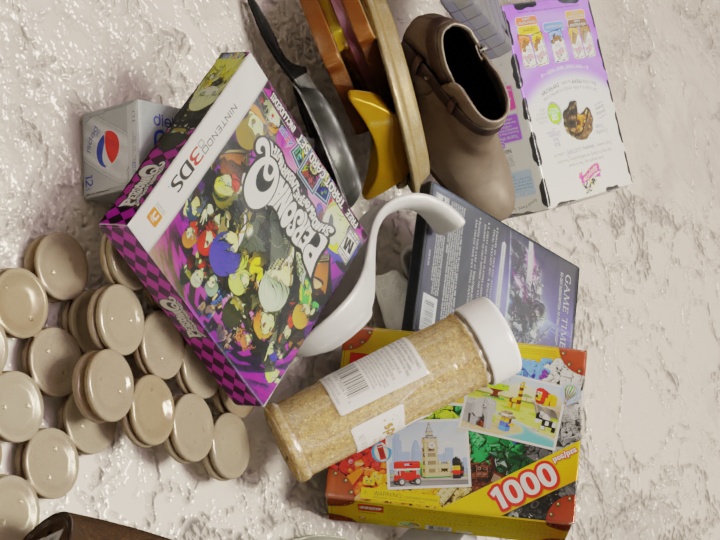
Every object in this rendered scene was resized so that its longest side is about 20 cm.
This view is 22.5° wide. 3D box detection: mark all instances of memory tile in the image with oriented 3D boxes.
[{"bbox_3d":[-0.230,0.079,1.262,0.200,0.017,0.153,-51,121,-44],"label":"memory tile"},{"bbox_3d":[-0.137,0.063,1.345,0.200,0.017,0.154,36,53,-52],"label":"memory tile"}]

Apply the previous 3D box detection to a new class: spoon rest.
[{"bbox_3d":[0.000,0.000,1.468,0.200,0.099,0.061,-43,102,-32],"label":"spoon rest"}]

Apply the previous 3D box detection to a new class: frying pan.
[{"bbox_3d":[-0.041,-0.132,1.513,0.115,0.031,0.190,75,-8,-63],"label":"frying pan"}]

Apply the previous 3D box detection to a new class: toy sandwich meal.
[{"bbox_3d":[0.003,-0.155,1.540,0.205,0.070,0.205,165,-90,-89],"label":"toy sandwich meal"}]

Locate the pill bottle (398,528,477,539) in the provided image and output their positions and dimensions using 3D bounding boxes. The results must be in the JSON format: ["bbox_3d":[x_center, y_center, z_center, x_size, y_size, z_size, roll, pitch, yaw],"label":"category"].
[{"bbox_3d":[0.101,0.307,1.547,0.104,0.104,0.200,-48,118,-45],"label":"pill bottle"}]

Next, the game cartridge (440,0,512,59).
[{"bbox_3d":[0.077,-0.296,1.593,0.130,0.038,0.200,31,41,-59],"label":"game cartridge"}]

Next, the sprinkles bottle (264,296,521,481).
[{"bbox_3d":[0.026,0.092,1.422,0.200,0.068,0.068,-26,106,-9],"label":"sprinkles bottle"}]

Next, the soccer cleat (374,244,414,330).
[{"bbox_3d":[0.083,0.005,1.625,0.200,0.070,0.086,-29,94,-53],"label":"soccer cleat"}]

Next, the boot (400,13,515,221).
[{"bbox_3d":[0.095,-0.130,1.569,0.070,0.146,0.200,-37,99,-13],"label":"boot"}]

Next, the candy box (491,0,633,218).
[{"bbox_3d":[0.178,-0.161,1.779,0.168,0.071,0.200,-16,93,-52],"label":"candy box"}]

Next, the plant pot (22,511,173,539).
[{"bbox_3d":[-0.146,0.253,1.217,0.200,0.187,0.187,39,52,-22],"label":"plant pot"}]

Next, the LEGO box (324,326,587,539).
[{"bbox_3d":[0.078,0.134,1.484,0.077,0.200,0.149,89,6,-69],"label":"LEGO box"}]

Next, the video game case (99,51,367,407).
[{"bbox_3d":[-0.088,-0.030,1.353,0.181,0.036,0.200,-58,132,-31],"label":"video game case"}]

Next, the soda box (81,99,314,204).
[{"bbox_3d":[-0.120,-0.079,1.397,0.200,0.063,0.068,9,75,-50],"label":"soda box"}]

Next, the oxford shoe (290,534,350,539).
[{"bbox_3d":[-0.054,0.248,1.408,0.200,0.058,0.075,-3,81,-53],"label":"oxford shoe"}]

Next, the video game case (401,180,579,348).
[{"bbox_3d":[0.118,0.025,1.593,0.200,0.019,0.143,28,59,-37],"label":"video game case"}]
